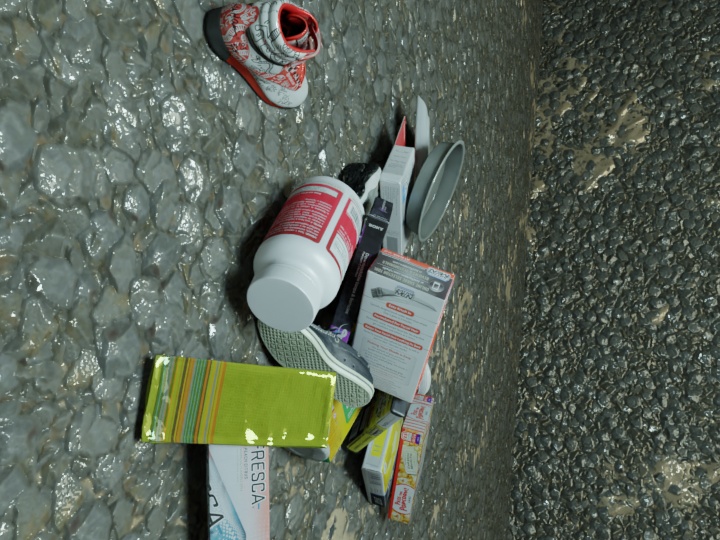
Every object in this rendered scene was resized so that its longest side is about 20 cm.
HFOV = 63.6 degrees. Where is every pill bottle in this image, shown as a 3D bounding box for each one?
[{"bbox_3d":[-0.068,-0.023,0.739,0.201,0.110,0.114,-69,150,-47],"label":"pill bottle"}]

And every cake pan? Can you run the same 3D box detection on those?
[{"bbox_3d":[0.141,-0.154,1.101,0.201,0.036,0.202,-55,161,-30],"label":"cake pan"}]

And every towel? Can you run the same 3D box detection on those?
[{"bbox_3d":[-0.121,0.141,0.608,0.197,0.018,0.088,9,89,-23],"label":"towel"}]

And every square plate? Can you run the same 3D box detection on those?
[{"bbox_3d":[0.128,-0.221,1.201,0.198,0.028,0.204,65,27,-73],"label":"square plate"}]

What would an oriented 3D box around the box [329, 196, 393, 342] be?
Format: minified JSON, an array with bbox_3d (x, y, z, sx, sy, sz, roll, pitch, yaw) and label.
[{"bbox_3d":[0.000,0.000,0.866,0.143,0.036,0.203,-73,-179,-72],"label":"box"}]

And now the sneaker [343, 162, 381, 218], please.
[{"bbox_3d":[-0.013,-0.105,0.928,0.201,0.073,0.081,-53,143,-52],"label":"sneaker"}]

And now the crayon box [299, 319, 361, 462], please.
[{"bbox_3d":[-0.040,0.178,0.900,0.200,0.057,0.121,-51,137,-54],"label":"crayon box"}]

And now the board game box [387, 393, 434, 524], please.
[{"bbox_3d":[0.105,0.376,1.178,0.151,0.045,0.204,-41,140,-70],"label":"board game box"}]

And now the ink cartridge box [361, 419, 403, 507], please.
[{"bbox_3d":[0.052,0.310,1.085,0.199,0.046,0.202,81,25,-52],"label":"ink cartridge box"}]

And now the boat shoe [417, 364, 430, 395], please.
[{"bbox_3d":[0.099,0.187,1.208,0.068,0.071,0.203,-31,129,-36],"label":"boat shoe"}]

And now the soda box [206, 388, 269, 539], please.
[{"bbox_3d":[-0.138,0.227,0.652,0.063,0.067,0.204,-169,-101,-73],"label":"soda box"}]

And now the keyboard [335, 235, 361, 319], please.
[{"bbox_3d":[-0.019,0.002,0.982,0.105,0.039,0.201,-54,146,-15],"label":"keyboard"}]

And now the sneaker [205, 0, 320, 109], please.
[{"bbox_3d":[-0.086,-0.256,0.709,0.201,0.106,0.069,23,71,-64],"label":"sneaker"}]

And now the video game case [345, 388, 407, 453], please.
[{"bbox_3d":[0.045,0.187,0.984,0.181,0.025,0.202,-54,-167,48],"label":"video game case"}]

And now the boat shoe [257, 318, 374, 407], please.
[{"bbox_3d":[-0.058,0.109,0.788,0.199,0.074,0.063,40,33,-22],"label":"boat shoe"}]

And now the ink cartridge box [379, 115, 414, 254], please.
[{"bbox_3d":[0.081,-0.157,1.107,0.201,0.044,0.178,84,22,-52],"label":"ink cartridge box"}]

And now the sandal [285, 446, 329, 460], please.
[{"bbox_3d":[-0.088,0.192,0.765,0.050,0.081,0.204,-65,146,-33],"label":"sandal"}]

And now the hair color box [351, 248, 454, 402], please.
[{"bbox_3d":[0.052,0.081,0.820,0.064,0.109,0.202,-56,163,-50],"label":"hair color box"}]
